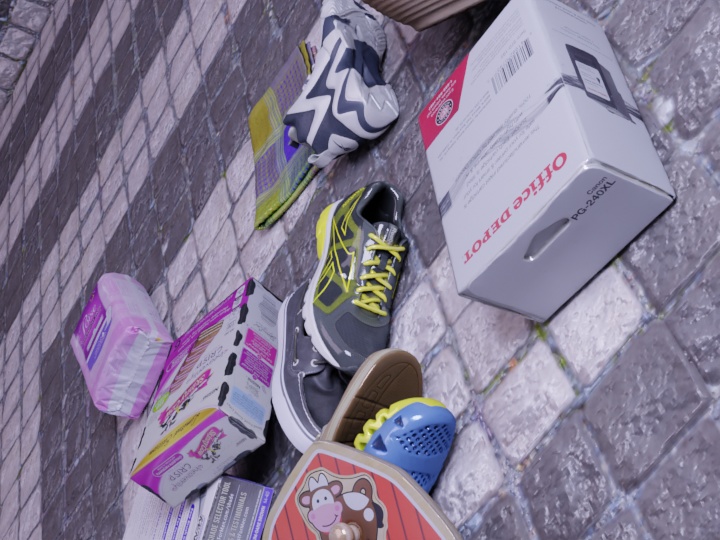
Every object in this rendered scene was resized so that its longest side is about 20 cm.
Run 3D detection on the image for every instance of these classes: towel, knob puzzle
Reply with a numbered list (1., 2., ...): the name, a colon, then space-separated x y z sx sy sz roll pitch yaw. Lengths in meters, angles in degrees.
1. towel: -0.087 -0.155 1.384 0.144 0.023 0.200 -47 35 36
2. knob puzzle: -0.011 0.220 0.875 0.220 0.030 0.220 -4 84 39

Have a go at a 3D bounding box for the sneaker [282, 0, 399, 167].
1. sneaker: -0.034 -0.188 1.248 0.130 0.079 0.199 -40 49 30

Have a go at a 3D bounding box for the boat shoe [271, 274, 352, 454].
1. boat shoe: -0.034 0.079 1.095 0.066 0.070 0.200 -53 25 32

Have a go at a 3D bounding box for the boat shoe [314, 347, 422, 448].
1. boat shoe: -0.011 0.149 0.999 0.065 0.072 0.200 39 113 58

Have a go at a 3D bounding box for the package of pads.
1. package of pads: -0.308 0.092 1.564 0.121 0.076 0.200 -62 29 10

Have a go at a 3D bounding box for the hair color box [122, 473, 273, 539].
1. hair color box: -0.168 0.251 1.220 0.200 0.065 0.109 -3 69 62

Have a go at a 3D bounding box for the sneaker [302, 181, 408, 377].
1. sneaker: 0.000 0.000 1.069 0.085 0.074 0.200 -43 38 40

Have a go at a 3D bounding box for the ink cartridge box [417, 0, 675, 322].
1. ink cartridge box: 0.127 -0.084 0.886 0.145 0.083 0.200 -49 35 34

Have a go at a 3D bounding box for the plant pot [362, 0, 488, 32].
1. plant pot: 0.077 -0.268 1.045 0.201 0.201 0.093 -12 106 58

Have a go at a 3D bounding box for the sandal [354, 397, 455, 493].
1. sandal: 0.023 0.188 0.915 0.087 0.079 0.200 48 121 51

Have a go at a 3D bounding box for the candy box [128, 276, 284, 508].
1. candy box: -0.144 0.116 1.192 0.136 0.061 0.200 -39 25 28
